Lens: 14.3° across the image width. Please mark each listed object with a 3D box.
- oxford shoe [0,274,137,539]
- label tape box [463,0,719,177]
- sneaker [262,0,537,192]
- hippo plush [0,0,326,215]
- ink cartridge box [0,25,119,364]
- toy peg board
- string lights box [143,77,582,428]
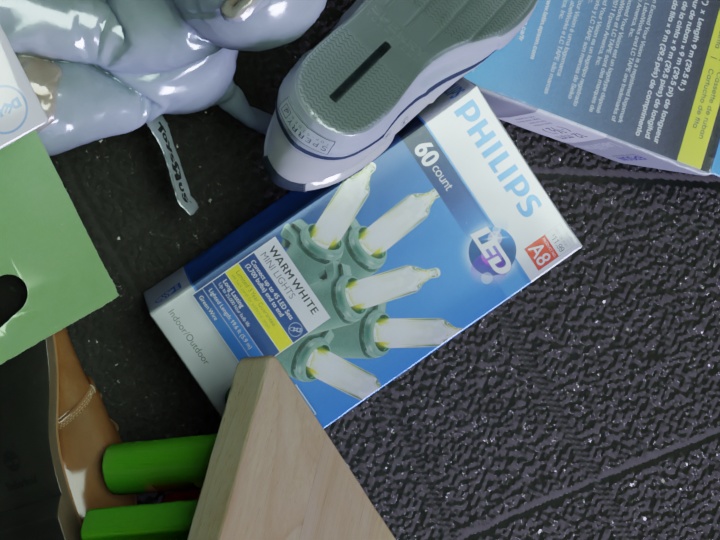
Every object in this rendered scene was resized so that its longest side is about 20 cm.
[{"bbox_3d":[-0.153,0.077,1.433,0.071,0.071,0.201,-15,96,-48],"label":"oxford shoe"},{"bbox_3d":[0.142,-0.136,1.547,0.199,0.066,0.144,19,82,-22],"label":"label tape box"},{"bbox_3d":[0.015,-0.109,1.429,0.073,0.071,0.200,48,51,4],"label":"sneaker"},{"bbox_3d":[-0.096,-0.127,1.380,0.159,0.161,0.200,-43,103,-36],"label":"hippo plush"},{"bbox_3d":[-0.210,-0.038,1.331,0.145,0.048,0.201,-30,105,-13],"label":"ink cartridge box"},{"bbox_3d":[-0.066,0.182,1.397,0.200,0.097,0.201,59,35,-42],"label":"toy peg board"},{"bbox_3d":[0.000,0.000,1.460,0.200,0.059,0.103,-35,102,0],"label":"string lights box"}]
